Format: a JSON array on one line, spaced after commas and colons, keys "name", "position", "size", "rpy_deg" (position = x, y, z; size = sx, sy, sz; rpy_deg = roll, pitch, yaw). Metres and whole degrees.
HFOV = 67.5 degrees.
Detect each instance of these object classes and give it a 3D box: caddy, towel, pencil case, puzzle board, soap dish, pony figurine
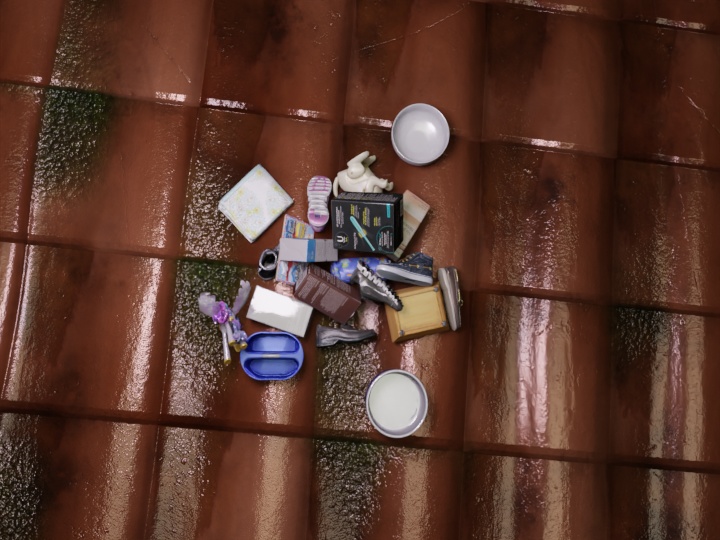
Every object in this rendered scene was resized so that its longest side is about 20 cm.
[{"name": "caddy", "position": [-0.272, 0.264, 1.668], "size": [0.193, 0.105, 0.147], "rpy_deg": [0, 82, -4]}, {"name": "towel", "position": [-0.342, -0.217, 1.753], "size": [0.200, 0.048, 0.172], "rpy_deg": [-44, 91, -8]}, {"name": "pencil case", "position": [0.000, 0.000, 1.733], "size": [0.193, 0.088, 0.080], "rpy_deg": [-3, 124, -4]}, {"name": "puzzle board", "position": [-0.200, -0.057, 1.702], "size": [0.017, 0.149, 0.207], "rpy_deg": [3, 81, 34]}, {"name": "soap dish", "position": [0.181, 0.131, 1.732], "size": [0.193, 0.081, 0.163], "rpy_deg": [-11, 84, -7]}, {"name": "pony figurine", "position": [-0.400, 0.145, 1.615], "size": [0.162, 0.195, 0.203], "rpy_deg": [-9, 56, -30]}]

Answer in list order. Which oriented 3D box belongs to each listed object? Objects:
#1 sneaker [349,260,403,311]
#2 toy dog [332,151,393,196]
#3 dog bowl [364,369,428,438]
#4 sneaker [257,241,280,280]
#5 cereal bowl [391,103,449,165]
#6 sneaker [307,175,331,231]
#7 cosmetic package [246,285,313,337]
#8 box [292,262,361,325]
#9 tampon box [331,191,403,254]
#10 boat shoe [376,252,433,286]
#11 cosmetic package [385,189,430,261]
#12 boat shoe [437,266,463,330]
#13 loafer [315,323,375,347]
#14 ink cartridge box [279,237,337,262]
[{"name": "sneaker", "position": [0.045, 0.067, 1.670], "size": [0.199, 0.066, 0.091], "rpy_deg": [43, 102, 3]}, {"name": "toy dog", "position": [0.015, -0.252, 1.740], "size": [0.190, 0.139, 0.204], "rpy_deg": [-28, 85, 6]}, {"name": "dog bowl", "position": [0.110, 0.415, 1.693], "size": [0.193, 0.079, 0.208], "rpy_deg": [1, 82, -4]}, {"name": "sneaker", "position": [-0.250, -0.055, 1.704], "size": [0.075, 0.114, 0.200], "rpy_deg": [43, 83, 3]}, {"name": "cereal bowl", "position": [0.194, -0.445, 1.801], "size": [0.193, 0.083, 0.208], "rpy_deg": [1, 83, -5]}, {"name": "sneaker", "position": [-0.137, -0.213, 1.754], "size": [0.078, 0.089, 0.206], "rpy_deg": [4, 61, -3]}, {"name": "cosmetic package", "position": [-0.251, 0.131, 1.698], "size": [0.194, 0.090, 0.110], "rpy_deg": [21, 82, 1]}, {"name": "box", "position": [-0.102, 0.071, 1.675], "size": [0.197, 0.076, 0.101], "rpy_deg": [32, 114, -18]}, {"name": "tampon box", "position": [0.023, -0.148, 1.628], "size": [0.193, 0.126, 0.155], "rpy_deg": [6, 112, 18]}, {"name": "boat shoe", "position": [0.141, -0.015, 1.695], "size": [0.194, 0.071, 0.094], "rpy_deg": [14, 71, -20]}, {"name": "cosmetic package", "position": [0.132, -0.145, 1.758], "size": [0.102, 0.087, 0.203], "rpy_deg": [31, 82, -1]}, {"name": "boat shoe", "position": [0.302, 0.089, 1.752], "size": [0.058, 0.072, 0.207], "rpy_deg": [-11, 85, -13]}, {"name": "loafer", "position": [-0.049, 0.196, 1.713], "size": [0.193, 0.073, 0.075], "rpy_deg": [-6, 79, -6]}, {"name": "ink cartridge box", "position": [-0.145, -0.064, 1.668], "size": [0.113, 0.198, 0.069], "rpy_deg": [5, 95, 34]}]
